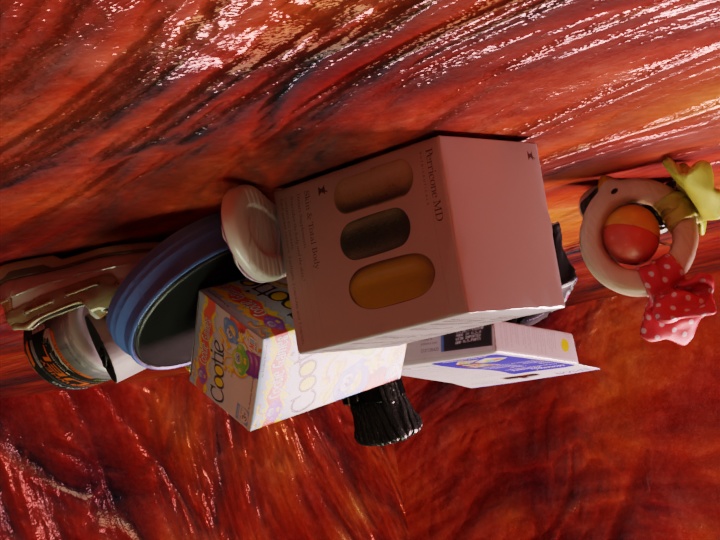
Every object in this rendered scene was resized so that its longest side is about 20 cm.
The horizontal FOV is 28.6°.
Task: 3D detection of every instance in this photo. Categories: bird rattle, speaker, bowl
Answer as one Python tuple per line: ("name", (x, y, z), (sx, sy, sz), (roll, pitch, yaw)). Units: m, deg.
("bird rattle", (0.319, -0.026, 1.544), (0.161, 0.203, 0.113), (13, 179, 13))
("speaker", (-0.192, 0.043, 1.511), (0.198, 0.082, 0.081), (-27, 179, -17))
("bowl", (-0.153, 0.023, 1.392), (0.199, 0.040, 0.201), (-30, 154, -16))

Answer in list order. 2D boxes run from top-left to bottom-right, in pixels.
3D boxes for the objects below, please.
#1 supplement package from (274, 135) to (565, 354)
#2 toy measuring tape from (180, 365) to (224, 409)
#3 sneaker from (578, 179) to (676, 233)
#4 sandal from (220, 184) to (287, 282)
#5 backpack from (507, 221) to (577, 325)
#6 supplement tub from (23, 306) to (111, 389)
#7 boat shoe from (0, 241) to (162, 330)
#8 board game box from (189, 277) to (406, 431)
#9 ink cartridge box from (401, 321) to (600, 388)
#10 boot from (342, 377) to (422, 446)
("supplement package", (0.051, -0.020, 1.263), (0.198, 0.154, 0.150), (-15, 171, 40))
("toy measuring tape", (-0.160, 0.098, 1.559), (0.073, 0.075, 0.200), (-6, -148, -31))
("sneaker", (0.309, -0.063, 1.666), (0.198, 0.071, 0.093), (-8, 168, -43))
("sandal", (-0.096, -0.025, 1.282), (0.049, 0.084, 0.202), (-11, 171, 14))
("backpack", (0.157, 0.009, 1.658), (0.175, 0.153, 0.200), (-18, 163, 1))
("supplement tub", (-0.313, 0.070, 1.623), (0.121, 0.125, 0.199), (-6, 172, -31))
("boat shoe", (-0.269, 0.015, 1.446), (0.197, 0.070, 0.075), (-10, 174, 1))
("board game box", (-0.056, 0.065, 1.390), (0.198, 0.106, 0.103), (-15, -144, -40))
("ink cartridge box", (0.137, 0.095, 1.606), (0.196, 0.048, 0.198), (-13, 165, 42))
("boot", (-0.006, 0.127, 1.727), (0.079, 0.160, 0.211), (-25, -169, -13))
